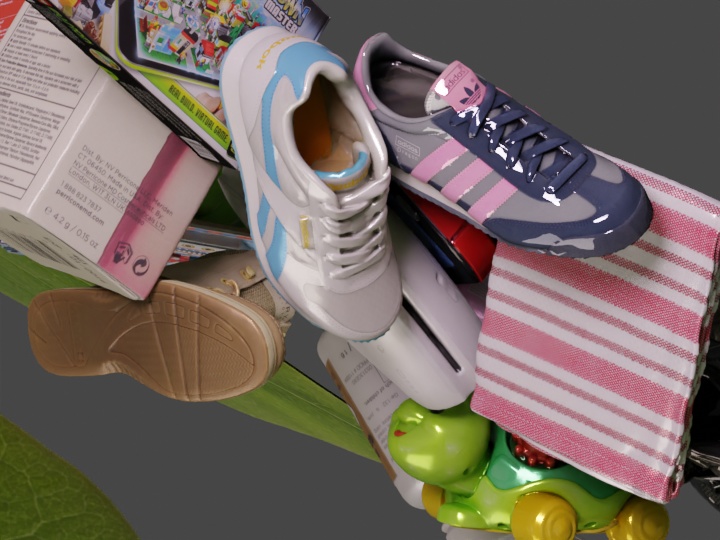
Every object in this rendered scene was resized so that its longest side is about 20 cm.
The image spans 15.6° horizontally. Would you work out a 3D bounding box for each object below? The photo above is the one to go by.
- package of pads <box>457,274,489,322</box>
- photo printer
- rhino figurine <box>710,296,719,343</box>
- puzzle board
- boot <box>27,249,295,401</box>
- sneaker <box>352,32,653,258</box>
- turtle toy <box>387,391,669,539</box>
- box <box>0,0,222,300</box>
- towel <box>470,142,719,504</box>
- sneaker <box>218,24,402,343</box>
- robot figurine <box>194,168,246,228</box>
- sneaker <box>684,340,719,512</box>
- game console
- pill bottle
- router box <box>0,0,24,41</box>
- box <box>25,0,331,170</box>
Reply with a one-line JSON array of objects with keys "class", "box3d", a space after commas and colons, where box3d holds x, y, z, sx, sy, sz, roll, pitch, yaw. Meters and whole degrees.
[{"class": "package of pads", "box3d": [0.149, 0.045, 1.778, 0.200, 0.076, 0.121, 28, 167, 15]}, {"class": "photo printer", "box3d": [0.000, 0.000, 1.674, 0.166, 0.069, 0.200, 51, 175, -27]}, {"class": "rhino figurine", "box3d": [0.162, 0.001, 1.564, 0.200, 0.060, 0.087, 30, 170, 26]}, {"class": "puzzle board", "box3d": [-0.156, -0.018, 1.819, 0.200, 0.017, 0.151, 9, 168, -9]}, {"class": "boot", "box3d": [-0.087, 0.030, 1.629, 0.200, 0.073, 0.155, 1, -171, 43]}, {"class": "sneaker", "box3d": [0.072, -0.071, 1.465, 0.200, 0.070, 0.082, 23, 147, 33]}, {"class": "turtle toy", "box3d": [0.105, 0.124, 1.722, 0.200, 0.101, 0.146, 4, -177, -33]}, {"class": "box", "box3d": [-0.148, -0.101, 1.575, 0.128, 0.200, 0.109, 18, 164, 49]}, {"class": "towel", "box3d": [0.139, 0.025, 1.528, 0.146, 0.200, 0.030, 25, -148, 29]}, {"class": "sneaker", "box3d": [-0.019, -0.040, 1.502, 0.081, 0.076, 0.200, 26, 143, 54]}, {"class": "robot figurine", "box3d": [-0.130, -0.080, 1.863, 0.175, 0.116, 0.200, 39, 169, -11]}, {"class": "sneaker", "box3d": [0.227, 0.114, 1.638, 0.076, 0.114, 0.200, -11, 131, 12]}, {"class": "game console", "box3d": [0.010, -0.061, 1.649, 0.177, 0.031, 0.200, 43, 176, -3]}, {"class": "pill bottle", "box3d": [0.064, 0.108, 1.883, 0.200, 0.114, 0.114, 59, 177, 15]}, {"class": "router box", "box3d": [-0.236, -0.118, 1.874, 0.200, 0.049, 0.180, 90, 163, -79]}, {"class": "box", "box3d": [-0.105, -0.152, 1.470, 0.035, 0.110, 0.200, 21, 167, 40]}]
